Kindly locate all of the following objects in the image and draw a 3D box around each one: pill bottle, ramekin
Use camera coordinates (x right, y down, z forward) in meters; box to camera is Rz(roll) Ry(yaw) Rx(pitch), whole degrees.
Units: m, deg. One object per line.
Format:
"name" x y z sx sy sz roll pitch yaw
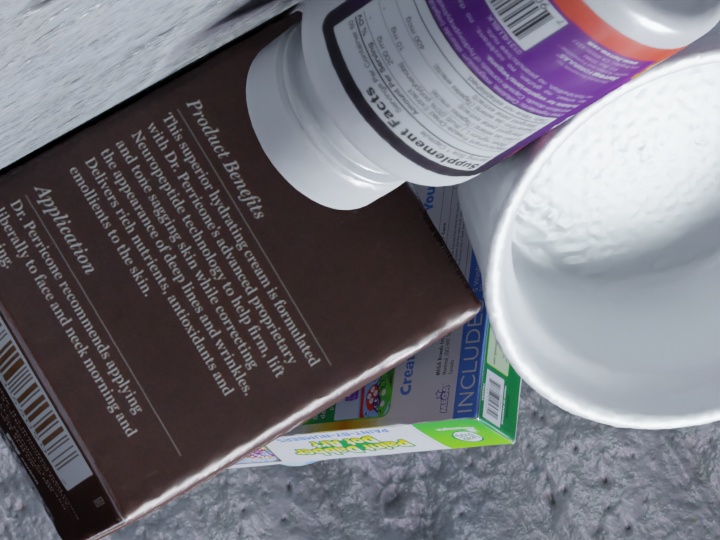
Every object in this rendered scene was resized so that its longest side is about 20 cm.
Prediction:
"pill bottle" 0.047 -0.103 1.241 0.200 0.112 0.111 -31 179 39
"ramekin" 0.139 -0.036 1.351 0.200 0.201 0.098 -31 -144 5

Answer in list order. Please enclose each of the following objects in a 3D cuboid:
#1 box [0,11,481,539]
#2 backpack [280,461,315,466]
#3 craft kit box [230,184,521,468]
"box" -0.083 0.010 1.423 0.200 0.166 0.164 -30 178 -17
"backpack" -0.026 0.003 1.768 0.183 0.200 0.147 -29 -179 -44
"craft kit box" 0.000 0.000 1.586 0.197 0.201 0.048 -6 156 32
